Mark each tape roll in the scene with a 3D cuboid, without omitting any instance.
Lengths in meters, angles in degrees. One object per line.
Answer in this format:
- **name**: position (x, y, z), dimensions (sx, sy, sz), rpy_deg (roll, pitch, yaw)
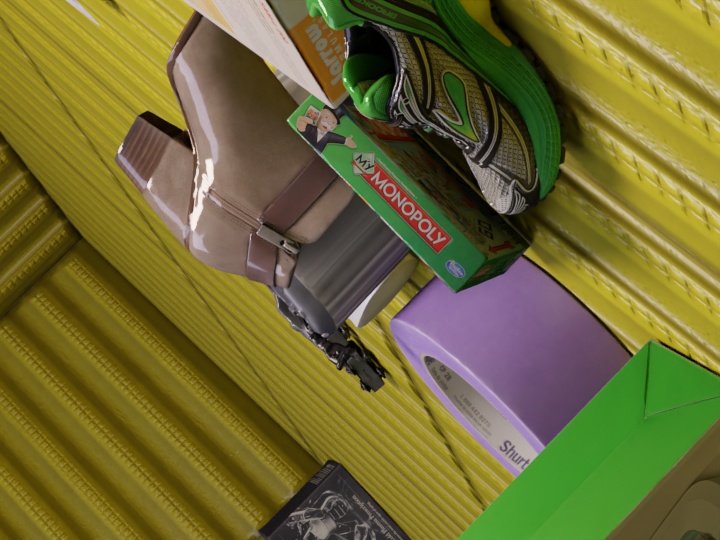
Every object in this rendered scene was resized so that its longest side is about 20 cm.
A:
- **tape roll**: position (0.117, 0.077, 1.345), dimensions (0.200, 0.085, 0.200), rpy_deg (44, 170, 10)

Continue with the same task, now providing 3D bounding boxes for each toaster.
- **toaster**: position (-0.034, -0.045, 1.355), dimensions (0.200, 0.129, 0.114), rpy_deg (46, 172, 3)

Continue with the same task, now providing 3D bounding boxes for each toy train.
- **toy train**: position (-0.039, 0.056, 2.123), dimensions (0.200, 0.034, 0.046), rpy_deg (50, -178, -27)

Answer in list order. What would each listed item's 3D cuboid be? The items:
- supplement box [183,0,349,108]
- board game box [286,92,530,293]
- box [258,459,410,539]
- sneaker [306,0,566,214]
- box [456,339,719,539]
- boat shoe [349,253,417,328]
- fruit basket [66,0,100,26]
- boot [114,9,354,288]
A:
- **supplement box**: position (-0.071, -0.190, 1.072), dimensions (0.200, 0.074, 0.126), rpy_deg (38, 169, 39)
- **board game box**: position (0.034, -0.048, 1.160), dimensions (0.135, 0.029, 0.200), rpy_deg (46, -170, 6)
- **box**: position (-0.043, 0.468, 3.435), dimensions (0.200, 0.182, 0.104), rpy_deg (47, 171, -9)
- **sneaker**: position (0.034, -0.096, 0.975), dimensions (0.078, 0.085, 0.200), rpy_deg (34, 166, 51)
- **box**: position (0.170, 0.179, 1.181), dimensions (0.177, 0.200, 0.097), rpy_deg (53, 168, -33)
- **boat shoe**: position (0.000, 0.000, 1.607), dimensions (0.068, 0.072, 0.200), rpy_deg (44, 178, 3)
- **fruit basket**: position (-0.339, -0.301, 1.758), dimensions (0.185, 0.094, 0.200), rpy_deg (37, 170, 44)
- **boot**: position (-0.061, -0.092, 1.240), dimensions (0.146, 0.201, 0.070), rpy_deg (32, -154, 1)
